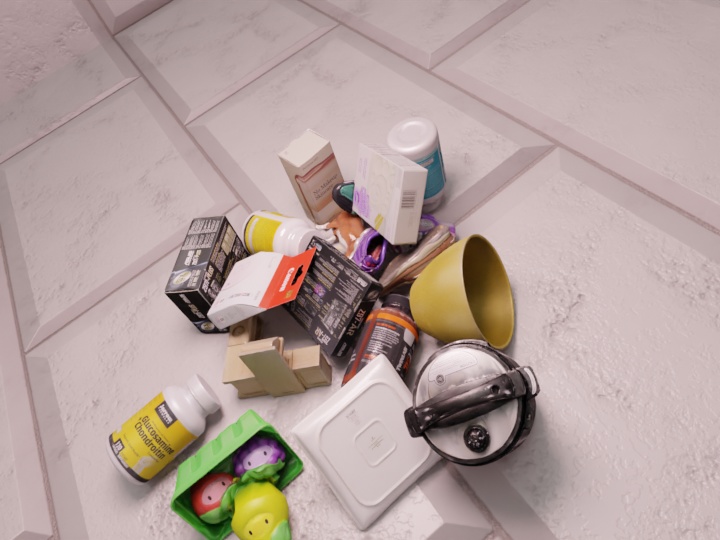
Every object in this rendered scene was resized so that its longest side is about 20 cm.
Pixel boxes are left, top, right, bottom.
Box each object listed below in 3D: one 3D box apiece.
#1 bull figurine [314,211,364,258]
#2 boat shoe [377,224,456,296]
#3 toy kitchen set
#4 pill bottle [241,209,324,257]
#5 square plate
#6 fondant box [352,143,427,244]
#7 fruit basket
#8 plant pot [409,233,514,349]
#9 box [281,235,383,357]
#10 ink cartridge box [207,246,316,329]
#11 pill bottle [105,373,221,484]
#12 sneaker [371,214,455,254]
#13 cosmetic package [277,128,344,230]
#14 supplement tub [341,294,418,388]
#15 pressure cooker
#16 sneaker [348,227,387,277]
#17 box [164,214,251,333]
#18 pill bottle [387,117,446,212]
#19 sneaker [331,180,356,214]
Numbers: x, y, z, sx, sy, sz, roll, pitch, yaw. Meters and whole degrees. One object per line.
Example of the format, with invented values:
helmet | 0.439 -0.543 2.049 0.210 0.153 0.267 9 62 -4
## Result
bull figurine | -0.032 -0.079 1.190 0.119 0.066 0.202 -24 48 5
boat shoe | 0.113 -0.004 1.049 0.199 0.072 0.076 -39 15 26
toy kitchen set | -0.172 0.123 1.021 0.195 0.164 0.184 -11 51 11
pill bottle | -0.171 -0.067 1.178 0.198 0.112 0.112 17 60 43
square plate | 0.020 0.277 0.848 0.199 0.028 0.200 -37 91 -11
fondant box | 0.052 -0.157 1.049 0.057 0.147 0.200 -5 27 -23
fruit basket | -0.189 0.367 0.866 0.212 0.157 0.218 -21 34 15
plant pot | 0.173 0.051 0.955 0.140 0.200 0.203 -16 46 37
box | -0.064 0.047 1.039 0.199 0.043 0.162 37 101 40
ink cartridge box | -0.194 0.018 1.037 0.197 0.057 0.164 -26 29 30
pill bottle | -0.367 0.293 0.995 0.199 0.113 0.112 -41 51 -12
sneaker | 0.121 -0.083 1.135 0.196 0.081 0.089 15 55 22
cosmetic package | -0.100 -0.207 1.221 0.103 0.202 0.087 -42 51 -15
supplement tub | 0.045 0.145 0.963 0.105 0.108 0.203 9 56 25
pressure cooker | 0.173 0.198 0.791 0.176 0.199 0.179 25 90 28
sneaker | 0.000 0.000 1.072 0.079 0.083 0.204 24 82 -14
box | -0.326 0.010 1.162 0.084 0.165 0.204 -3 53 16
pill bottle | 0.129 -0.222 1.151 0.108 0.202 0.113 -9 50 12
sneaker | 0.005 -0.173 1.203 0.197 0.076 0.087 1 22 -38
